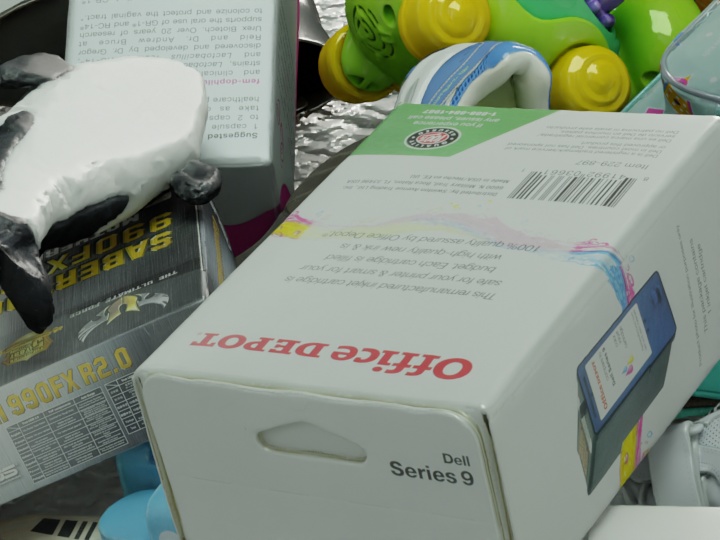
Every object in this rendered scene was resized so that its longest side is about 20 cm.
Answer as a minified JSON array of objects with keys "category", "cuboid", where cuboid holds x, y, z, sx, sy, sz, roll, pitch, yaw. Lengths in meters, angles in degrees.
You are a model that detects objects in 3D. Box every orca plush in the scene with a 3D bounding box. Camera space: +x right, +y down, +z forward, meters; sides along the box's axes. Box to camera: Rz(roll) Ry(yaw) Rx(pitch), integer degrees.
[{"category":"orca plush","cuboid":[-0.117,-0.023,1.213,0.105,0.071,0.200,21,29,-7]}]

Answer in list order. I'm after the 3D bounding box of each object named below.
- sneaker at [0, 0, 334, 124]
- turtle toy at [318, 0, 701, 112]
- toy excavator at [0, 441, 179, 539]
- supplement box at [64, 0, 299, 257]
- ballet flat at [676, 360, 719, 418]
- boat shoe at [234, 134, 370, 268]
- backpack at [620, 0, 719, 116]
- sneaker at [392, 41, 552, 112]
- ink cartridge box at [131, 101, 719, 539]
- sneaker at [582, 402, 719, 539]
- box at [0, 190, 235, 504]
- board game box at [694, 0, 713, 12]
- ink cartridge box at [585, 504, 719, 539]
[{"category":"sneaker","cuboid":[-0.109,-0.113,1.489,0.199,0.075,0.106,-14,36,-17]},{"category":"turtle toy","cuboid":[0.081,-0.112,1.393,0.199,0.102,0.146,23,-14,-18]},{"category":"toy excavator","cuboid":[-0.084,0.107,1.168,0.199,0.100,0.195,2,32,32]},{"category":"supplement box","cuboid":[-0.081,-0.102,1.389,0.103,0.101,0.201,-2,57,3]},{"category":"ballet flat","cuboid":[0.133,0.036,1.257,0.199,0.068,0.070,5,-5,40]},{"category":"boat shoe","cuboid":[0.000,0.000,1.316,0.074,0.074,0.200,10,42,47]},{"category":"backpack","cuboid":[0.229,-0.053,1.300,0.199,0.154,0.176,33,60,21]},{"category":"sneaker","cuboid":[0.039,-0.005,1.237,0.075,0.201,0.077,10,-13,-21]},{"category":"ink cartridge box","cuboid":[0.034,0.024,1.060,0.145,0.088,0.200,5,32,31]},{"category":"sneaker","cuboid":[0.100,0.096,1.087,0.114,0.076,0.200,-13,-6,-33]},{"category":"box","cuboid":[-0.146,0.040,1.213,0.199,0.049,0.159,-23,21,5]},{"category":"board game box","cuboid":[0.159,-0.244,1.508,0.199,0.201,0.200,9,34,43]},{"category":"ink cartridge box","cuboid":[0.174,0.168,1.006,0.198,0.129,0.126,1,35,5]}]
